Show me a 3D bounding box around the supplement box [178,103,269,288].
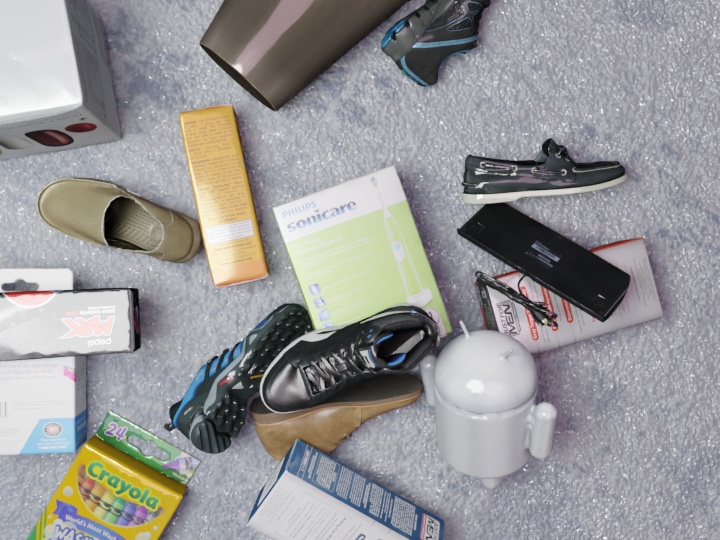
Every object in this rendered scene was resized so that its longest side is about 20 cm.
[{"bbox_3d":[-0.155,-0.083,0.904,0.069,0.067,0.200,-14,92,-6],"label":"supplement box"}]

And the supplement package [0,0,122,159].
[{"bbox_3d":[-0.368,-0.205,0.815,0.191,0.200,0.147,-10,91,-5],"label":"supplement package"}]

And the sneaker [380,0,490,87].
[{"bbox_3d":[0.116,-0.307,0.941,0.200,0.073,0.082,-44,110,1],"label":"sneaker"}]

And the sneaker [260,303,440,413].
[{"bbox_3d":[-0.014,0.090,0.810,0.200,0.112,0.073,-27,93,-4],"label":"sneaker"}]

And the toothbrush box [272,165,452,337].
[{"bbox_3d":[0.000,0.000,0.910,0.145,0.086,0.200,-20,93,-5],"label":"toothbrush box"}]

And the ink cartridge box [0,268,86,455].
[{"bbox_3d":[-0.368,0.098,0.879,0.115,0.068,0.201,0,90,-8],"label":"ink cartridge box"}]

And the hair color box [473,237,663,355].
[{"bbox_3d":[0.248,0.034,0.949,0.200,0.061,0.102,-15,91,-7],"label":"hair color box"}]

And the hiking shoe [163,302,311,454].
[{"bbox_3d":[-0.140,0.107,0.900,0.200,0.087,0.074,-49,133,-24],"label":"hiking shoe"}]

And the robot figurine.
[{"bbox_3d":[0.139,0.149,0.882,0.113,0.169,0.200,-41,138,-40],"label":"robot figurine"}]

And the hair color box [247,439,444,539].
[{"bbox_3d":[-0.015,0.287,0.900,0.200,0.061,0.100,31,118,-6],"label":"hair color box"}]

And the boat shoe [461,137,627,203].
[{"bbox_3d":[0.217,-0.123,0.940,0.199,0.075,0.066,-6,102,3],"label":"boat shoe"}]

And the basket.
[{"bbox_3d":[-0.074,-0.291,0.884,0.180,0.136,0.200,41,89,-10],"label":"basket"}]

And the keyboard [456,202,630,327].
[{"bbox_3d":[0.196,-0.001,0.903,0.200,0.021,0.127,34,58,26],"label":"keyboard"}]

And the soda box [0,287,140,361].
[{"bbox_3d":[-0.333,0.056,0.818,0.199,0.063,0.071,-3,90,-9],"label":"soda box"}]

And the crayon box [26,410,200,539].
[{"bbox_3d":[-0.287,0.278,0.895,0.126,0.052,0.200,30,86,-5],"label":"crayon box"}]

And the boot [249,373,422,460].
[{"bbox_3d":[-0.023,0.167,0.925,0.200,0.074,0.076,-12,110,-2],"label":"boot"}]

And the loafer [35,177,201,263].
[{"bbox_3d":[-0.275,-0.061,0.874,0.200,0.067,0.076,13,87,11],"label":"loafer"}]
